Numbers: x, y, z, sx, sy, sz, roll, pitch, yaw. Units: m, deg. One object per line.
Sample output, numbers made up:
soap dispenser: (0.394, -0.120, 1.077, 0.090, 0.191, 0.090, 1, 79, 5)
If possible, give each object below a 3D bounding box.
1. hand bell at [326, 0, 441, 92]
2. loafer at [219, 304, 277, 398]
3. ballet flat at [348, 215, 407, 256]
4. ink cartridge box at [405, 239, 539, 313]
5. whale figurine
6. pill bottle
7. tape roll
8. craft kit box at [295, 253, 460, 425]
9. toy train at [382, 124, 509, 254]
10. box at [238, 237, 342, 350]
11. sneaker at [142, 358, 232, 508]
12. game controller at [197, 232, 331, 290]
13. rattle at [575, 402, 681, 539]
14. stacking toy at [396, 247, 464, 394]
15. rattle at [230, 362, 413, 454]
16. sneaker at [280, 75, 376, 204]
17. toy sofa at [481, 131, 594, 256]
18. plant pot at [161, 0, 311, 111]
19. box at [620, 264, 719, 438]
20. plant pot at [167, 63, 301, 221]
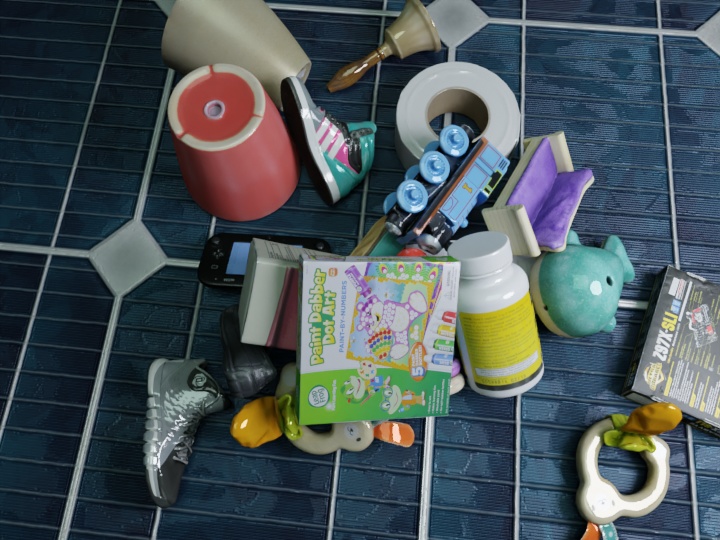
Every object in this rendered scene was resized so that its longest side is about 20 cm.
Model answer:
hand bell: (0.027, -0.366, 1.034, 0.198, 0.104, 0.105, -33, 73, 3)
loafer: (-0.153, 0.103, 0.833, 0.069, 0.201, 0.069, -16, 116, -9)
ballet flat: (0.000, 0.000, 0.913, 0.200, 0.069, 0.063, -48, 31, 1)
ink cartridge box: (0.168, 0.012, 0.910, 0.196, 0.050, 0.111, -4, 72, 1)
whale figurine: (0.332, 0.011, 0.858, 0.198, 0.103, 0.161, -23, 89, -30)
pill bottle: (0.175, 0.057, 0.811, 0.110, 0.111, 0.203, -20, 113, -5)
tape roll: (0.154, -0.231, 0.982, 0.198, 0.071, 0.206, 0, 70, 1)
craft kit box: (0.019, 0.082, 0.743, 0.194, 0.049, 0.204, 0, 102, -11)
toy train: (0.118, -0.113, 0.858, 0.114, 0.087, 0.201, 39, 72, -6)
box: (-0.055, 0.039, 0.805, 0.196, 0.128, 0.111, 11, 101, -15)
sneaker: (-0.234, 0.215, 0.840, 0.113, 0.075, 0.204, -7, 70, -3)
game controller: (-0.144, -0.011, 0.919, 0.196, 0.043, 0.105, 3, 42, 3)
rattle: (0.340, 0.280, 0.771, 0.130, 0.143, 0.201, 41, 70, -5)
stacking toy: (0.088, 0.069, 0.841, 0.084, 0.085, 0.204, -10, 93, -2)
rattle: (-0.040, 0.194, 0.784, 0.197, 0.143, 0.132, 20, 83, 20)
sneaker: (-0.038, -0.219, 0.947, 0.120, 0.083, 0.203, -30, 114, -20)
toy sofa: (0.262, -0.114, 0.881, 0.096, 0.083, 0.201, -2, 40, 41)
plant pot: (-0.186, -0.356, 0.990, 0.199, 0.187, 0.189, 34, 75, -2)
box: (0.482, 0.115, 0.867, 0.157, 0.049, 0.202, 21, 73, 11)
plant pot: (-0.198, -0.199, 0.924, 0.196, 0.178, 0.204, -1, 71, 2)
